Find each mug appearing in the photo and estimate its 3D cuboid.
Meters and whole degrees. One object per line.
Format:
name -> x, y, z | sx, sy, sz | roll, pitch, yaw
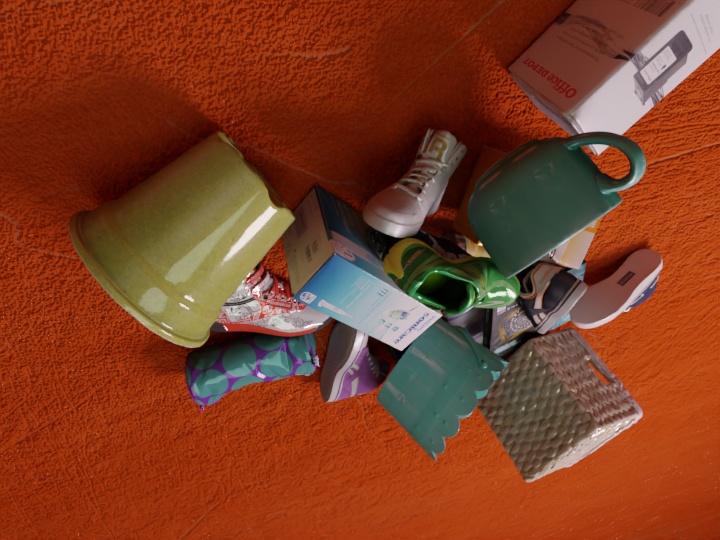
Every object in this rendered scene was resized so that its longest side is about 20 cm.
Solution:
mug -> 0.214, -0.089, 0.613 | 0.184, 0.115, 0.152 | -36, 171, 13

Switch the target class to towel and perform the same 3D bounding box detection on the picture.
towel -> 0.239, 0.105, 0.966 | 0.146, 0.024, 0.201 | -27, 131, 5

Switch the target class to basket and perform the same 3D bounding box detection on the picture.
basket -> 0.349, 0.242, 0.964 | 0.160, 0.199, 0.201 | -1, 138, -42

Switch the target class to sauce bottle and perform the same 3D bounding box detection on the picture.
sauce bottle -> 0.214, -0.018, 0.833 | 0.198, 0.066, 0.066 | 7, 126, -26

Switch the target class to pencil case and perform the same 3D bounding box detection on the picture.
pencil case -> -0.164, 0.143, 0.819 | 0.197, 0.085, 0.094 | -15, 103, -5

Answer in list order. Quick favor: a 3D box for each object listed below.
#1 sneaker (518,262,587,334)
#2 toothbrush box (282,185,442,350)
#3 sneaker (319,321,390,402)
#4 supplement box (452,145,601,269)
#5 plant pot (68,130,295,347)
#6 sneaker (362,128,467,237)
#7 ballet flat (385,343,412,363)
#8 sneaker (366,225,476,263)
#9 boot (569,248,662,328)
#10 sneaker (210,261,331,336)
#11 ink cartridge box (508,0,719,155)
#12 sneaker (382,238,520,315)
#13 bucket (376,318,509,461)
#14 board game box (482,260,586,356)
sneaker -> 0.288, 0.038, 0.824 | 0.079, 0.079, 0.200 | -49, 162, -10
toothbrush box -> 0.000, 0.000, 0.716 | 0.199, 0.147, 0.085 | 31, 117, -35
sneaker -> 0.004, 0.143, 0.893 | 0.113, 0.073, 0.202 | -2, 139, -22
supplement box -> 0.248, -0.087, 0.761 | 0.198, 0.074, 0.127 | 10, 108, -26
plant pot -> -0.182, -0.050, 0.605 | 0.184, 0.201, 0.201 | -42, 130, 1
sneaker -> 0.070, -0.117, 0.643 | 0.073, 0.200, 0.117 | 28, 118, 10
ballet flat -> 0.051, 0.082, 0.862 | 0.068, 0.068, 0.200 | -35, 141, -1
sneaker -> 0.086, -0.019, 0.712 | 0.198, 0.090, 0.067 | 21, 99, -23
boot -> 0.462, 0.054, 0.951 | 0.199, 0.073, 0.091 | -36, 135, -6
sneaker -> -0.128, 0.033, 0.754 | 0.199, 0.068, 0.109 | 2, 130, -17
ink cartridge box -> 0.294, -0.255, 0.609 | 0.200, 0.146, 0.083 | -44, 129, 18
sneaker -> 0.115, 0.023, 0.628 | 0.198, 0.084, 0.074 | 11, 126, -31
bucket -> 0.132, 0.188, 0.873 | 0.207, 0.134, 0.208 | -45, 161, -20
board game box -> 0.300, 0.066, 0.922 | 0.198, 0.028, 0.136 | -22, 131, -17
